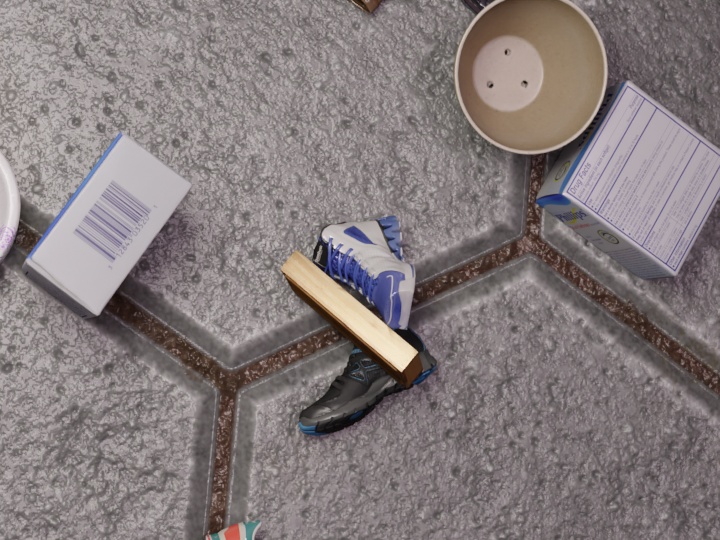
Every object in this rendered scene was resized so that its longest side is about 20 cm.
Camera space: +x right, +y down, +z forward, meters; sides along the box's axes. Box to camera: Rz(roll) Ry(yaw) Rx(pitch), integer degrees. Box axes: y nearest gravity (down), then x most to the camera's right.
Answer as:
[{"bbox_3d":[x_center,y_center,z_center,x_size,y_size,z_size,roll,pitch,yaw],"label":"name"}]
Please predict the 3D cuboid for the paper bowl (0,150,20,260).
[{"bbox_3d":[-0.502,-0.073,1.639,0.197,0.104,0.204,1,87,-14],"label":"paper bowl"}]

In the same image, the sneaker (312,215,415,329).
[{"bbox_3d":[0.000,-0.001,1.736,0.113,0.200,0.082,2,123,-11],"label":"sneaker"}]

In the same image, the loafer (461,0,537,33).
[{"bbox_3d":[0.223,-0.353,1.869,0.198,0.063,0.073,27,81,-12],"label":"loafer"}]

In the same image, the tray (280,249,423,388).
[{"bbox_3d":[-0.010,0.062,1.725,0.199,0.099,0.037,39,82,15],"label":"tray"}]

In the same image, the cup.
[{"bbox_3d":[0.206,-0.255,1.807,0.197,0.143,0.204,-1,97,-7],"label":"cup"}]

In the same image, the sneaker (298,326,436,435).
[{"bbox_3d":[-0.002,0.141,1.784,0.198,0.073,0.082,-29,76,-19],"label":"sneaker"}]

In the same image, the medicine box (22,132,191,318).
[{"bbox_3d":[-0.302,-0.048,1.632,0.102,0.200,0.183,37,78,-11],"label":"medicine box"}]

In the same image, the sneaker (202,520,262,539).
[{"bbox_3d":[-0.122,0.406,1.724,0.092,0.070,0.202,-23,90,-9],"label":"sneaker"}]

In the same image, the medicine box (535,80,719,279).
[{"bbox_3d":[0.370,-0.118,1.872,0.199,0.103,0.184,34,79,-10],"label":"medicine box"}]

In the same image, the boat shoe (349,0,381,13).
[{"bbox_3d":[-0.052,-0.399,1.795,0.198,0.072,0.073,25,82,-12],"label":"boat shoe"}]
